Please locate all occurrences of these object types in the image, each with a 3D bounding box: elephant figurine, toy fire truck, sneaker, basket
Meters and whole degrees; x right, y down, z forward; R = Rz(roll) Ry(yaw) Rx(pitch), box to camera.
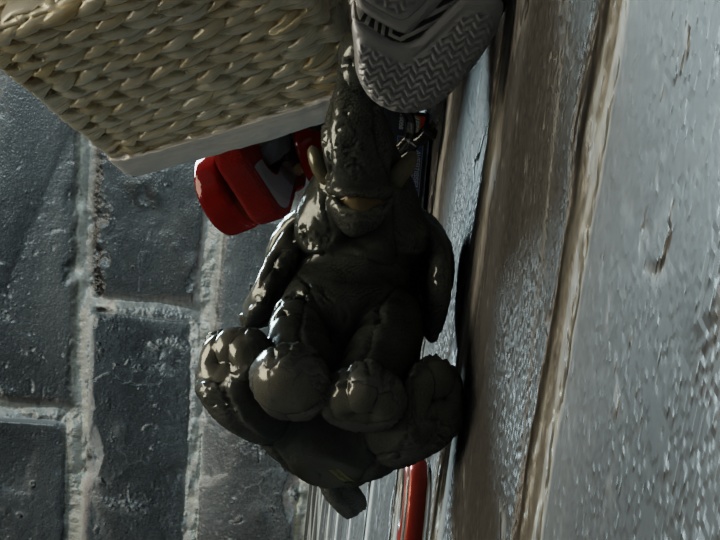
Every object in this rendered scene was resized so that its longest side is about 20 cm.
[{"bbox_3d":[0.000,0.000,0.841,0.155,0.141,0.202,-27,45,45],"label":"elephant figurine"},{"bbox_3d":[-0.079,-0.135,1.187,0.168,0.111,0.201,56,-153,-28],"label":"toy fire truck"},{"bbox_3d":[0.038,-0.174,0.794,0.115,0.074,0.202,-132,53,-87],"label":"sneaker"},{"bbox_3d":[-0.093,-0.188,0.898,0.161,0.199,0.200,37,-134,-49],"label":"basket"}]

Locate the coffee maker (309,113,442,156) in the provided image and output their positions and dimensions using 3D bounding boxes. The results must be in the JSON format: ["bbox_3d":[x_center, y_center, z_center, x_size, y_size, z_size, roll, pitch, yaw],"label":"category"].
[{"bbox_3d":[-0.018,-0.186,1.126,0.193,0.134,0.200,57,-150,-17],"label":"coffee maker"}]

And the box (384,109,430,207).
[{"bbox_3d":[0.019,-0.029,1.215,0.200,0.039,0.138,112,164,-80],"label":"box"}]

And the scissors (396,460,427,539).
[{"bbox_3d":[0.022,0.207,0.971,0.073,0.014,0.202,-117,34,-82],"label":"scissors"}]
